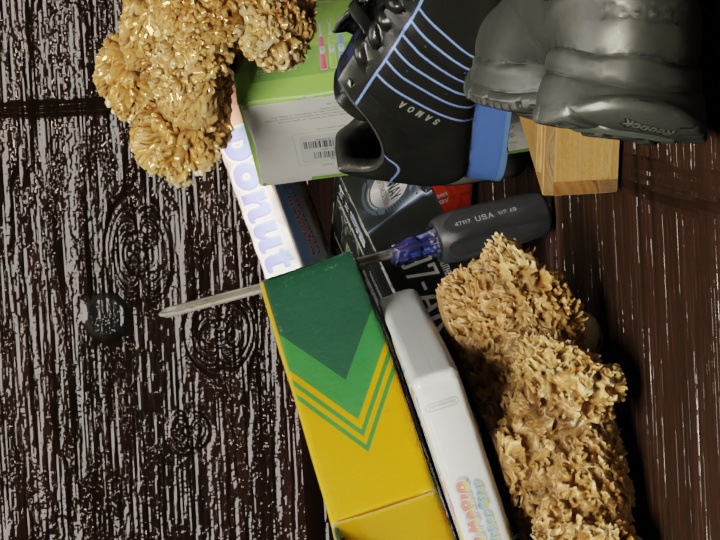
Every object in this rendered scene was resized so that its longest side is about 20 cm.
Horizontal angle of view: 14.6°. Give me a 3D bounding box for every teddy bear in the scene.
[{"bbox_3d":[-0.073,-0.136,1.298,0.200,0.067,0.145,-47,45,43],"label":"teddy bear"},{"bbox_3d":[0.089,0.078,1.203,0.200,0.067,0.145,-110,6,-55],"label":"teddy bear"}]

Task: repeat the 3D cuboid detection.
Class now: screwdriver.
[{"bbox_3d":[0.000,0.000,1.357,0.028,0.200,0.029,166,85,-78],"label":"screwdriver"}]

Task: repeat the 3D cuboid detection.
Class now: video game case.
[{"bbox_3d":[0.051,0.111,1.264,0.200,0.023,0.182,-115,7,-80],"label":"video game case"}]

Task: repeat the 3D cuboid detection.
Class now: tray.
[{"bbox_3d":[0.081,-0.126,1.238,0.200,0.037,0.099,-102,9,-57],"label":"tray"}]

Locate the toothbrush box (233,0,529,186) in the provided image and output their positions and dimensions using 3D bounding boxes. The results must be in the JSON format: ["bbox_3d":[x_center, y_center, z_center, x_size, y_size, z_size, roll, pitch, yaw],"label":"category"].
[{"bbox_3d":[0.007,-0.155,1.417,0.086,0.146,0.200,77,-175,-63],"label":"toothbrush box"}]

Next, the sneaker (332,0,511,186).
[{"bbox_3d":[0.027,-0.107,1.216,0.200,0.078,0.070,91,174,-48],"label":"sneaker"}]

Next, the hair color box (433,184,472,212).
[{"bbox_3d":[0.034,-0.049,1.743,0.200,0.061,0.102,90,175,-47],"label":"hair color box"}]

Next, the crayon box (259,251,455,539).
[{"bbox_3d":[0.010,0.104,1.301,0.200,0.052,0.126,-108,-1,-48],"label":"crayon box"}]

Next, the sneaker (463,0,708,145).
[{"bbox_3d":[0.089,-0.095,1.030,0.200,0.076,0.091,-152,69,-77],"label":"sneaker"}]

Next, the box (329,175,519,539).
[{"bbox_3d":[0.041,0.056,1.465,0.160,0.044,0.200,95,152,-65],"label":"box"}]

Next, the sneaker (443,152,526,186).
[{"bbox_3d":[0.049,-0.114,1.496,0.200,0.060,0.104,-97,0,-76],"label":"sneaker"}]

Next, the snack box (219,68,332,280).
[{"bbox_3d":[-0.043,-0.033,1.468,0.072,0.024,0.200,-37,-72,-76],"label":"snack box"}]
